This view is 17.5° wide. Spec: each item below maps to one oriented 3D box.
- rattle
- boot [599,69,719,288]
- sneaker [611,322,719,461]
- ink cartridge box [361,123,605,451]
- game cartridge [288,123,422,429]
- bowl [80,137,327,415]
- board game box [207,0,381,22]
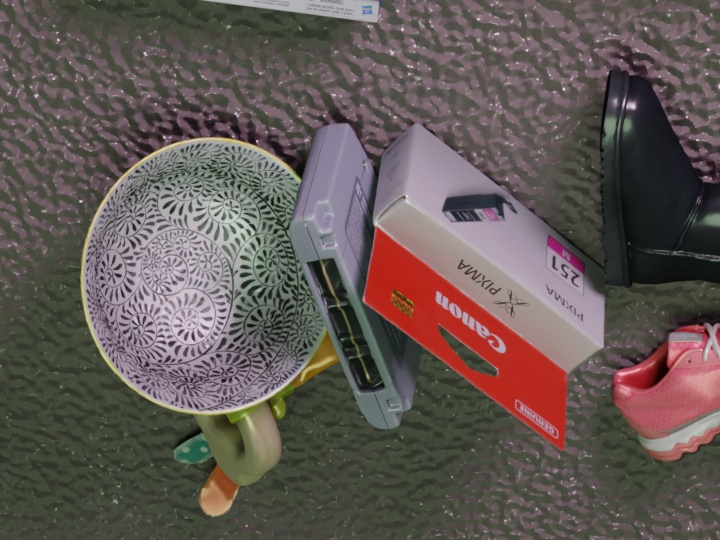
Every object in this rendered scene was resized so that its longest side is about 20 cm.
[{"bbox_3d":[-0.076,0.102,1.869,0.130,0.143,0.201,29,150,24],"label":"rattle"},{"bbox_3d":[0.256,-0.061,1.672,0.167,0.077,0.201,1,135,10],"label":"boot"},{"bbox_3d":[0.277,0.073,1.778,0.200,0.074,0.087,-33,116,27],"label":"sneaker"},{"bbox_3d":[0.093,0.010,1.686,0.200,0.174,0.044,37,123,-21],"label":"ink cartridge box"},{"bbox_3d":[0.000,0.000,1.714,0.040,0.134,0.201,-7,126,20],"label":"game cartridge"},{"bbox_3d":[-0.125,0.004,1.736,0.200,0.201,0.094,35,167,-19],"label":"bowl"},{"bbox_3d":[-0.078,-0.249,1.588,0.199,0.045,0.135,7,128,1],"label":"board game box"}]
